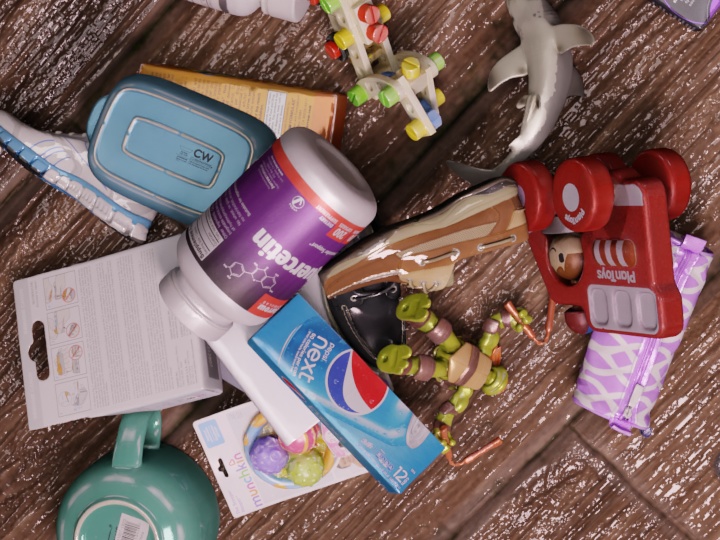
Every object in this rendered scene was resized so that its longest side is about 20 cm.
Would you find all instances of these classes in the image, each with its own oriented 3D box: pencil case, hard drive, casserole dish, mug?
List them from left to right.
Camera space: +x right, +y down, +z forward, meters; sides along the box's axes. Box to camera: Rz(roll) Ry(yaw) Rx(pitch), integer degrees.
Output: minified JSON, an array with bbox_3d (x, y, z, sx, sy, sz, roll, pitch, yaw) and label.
[{"bbox_3d":[-0.235,0.244,1.560,0.152,0.114,0.185,-30,91,12],"label":"mug"},{"bbox_3d":[-0.174,-0.111,1.476,0.200,0.039,0.121,24,95,7],"label":"casserole dish"},{"bbox_3d":[-0.080,0.050,1.501,0.132,0.025,0.200,-37,90,-10],"label":"hard drive"},{"bbox_3d":[0.266,0.055,1.469,0.084,0.086,0.200,17,98,-3],"label":"pencil case"}]

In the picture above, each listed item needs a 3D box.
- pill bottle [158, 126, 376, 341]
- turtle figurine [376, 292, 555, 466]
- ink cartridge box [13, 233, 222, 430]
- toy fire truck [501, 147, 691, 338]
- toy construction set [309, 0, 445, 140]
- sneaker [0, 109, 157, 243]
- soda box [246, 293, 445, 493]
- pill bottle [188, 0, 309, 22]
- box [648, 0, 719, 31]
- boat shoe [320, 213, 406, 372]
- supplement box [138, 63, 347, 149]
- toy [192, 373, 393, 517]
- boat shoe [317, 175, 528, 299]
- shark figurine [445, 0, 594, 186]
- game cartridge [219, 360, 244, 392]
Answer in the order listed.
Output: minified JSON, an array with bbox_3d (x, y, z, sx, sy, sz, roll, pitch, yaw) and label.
[{"bbox_3d":[-0.088,-0.028,1.411,0.200,0.112,0.112,-44,88,15],"label":"pill bottle"},{"bbox_3d":[0.097,0.078,1.490,0.161,0.064,0.200,30,93,-37],"label":"turtle figurine"},{"bbox_3d":[-0.243,0.065,1.555,0.200,0.057,0.163,-16,73,22],"label":"ink cartridge box"},{"bbox_3d":[0.216,-0.022,1.422,0.112,0.200,0.168,-8,95,-28],"label":"toy fire truck"},{"bbox_3d":[0.019,-0.228,1.444,0.092,0.131,0.200,-24,125,-27],"label":"toy construction set"},{"bbox_3d":[-0.277,-0.113,1.556,0.200,0.075,0.087,34,84,3],"label":"sneaker"},{"bbox_3d":[-0.015,0.116,1.455,0.064,0.068,0.200,-44,91,-10],"label":"soda box"},{"bbox_3d":[-0.141,-0.309,1.480,0.200,0.113,0.113,18,99,6],"label":"pill bottle"},{"bbox_3d":[0.263,-0.321,1.414,0.200,0.106,0.122,36,102,4],"label":"box"},{"bbox_3d":[0.002,-0.001,1.473,0.074,0.066,0.200,-12,86,-17],"label":"boat shoe"},{"bbox_3d":[-0.118,-0.157,1.518,0.200,0.067,0.069,8,98,8],"label":"supplement box"},{"bbox_3d":[-0.053,0.173,1.535,0.200,0.047,0.115,-21,108,1],"label":"toy"},{"bbox_3d":[0.061,-0.016,1.406,0.200,0.076,0.074,-25,95,3],"label":"boat shoe"},{"bbox_3d":[0.174,-0.158,1.468,0.128,0.089,0.215,15,91,41],"label":"shark figurine"},{"bbox_3d":[-0.070,0.034,1.548,0.133,0.041,0.200,32,101,8],"label":"game cartridge"}]
